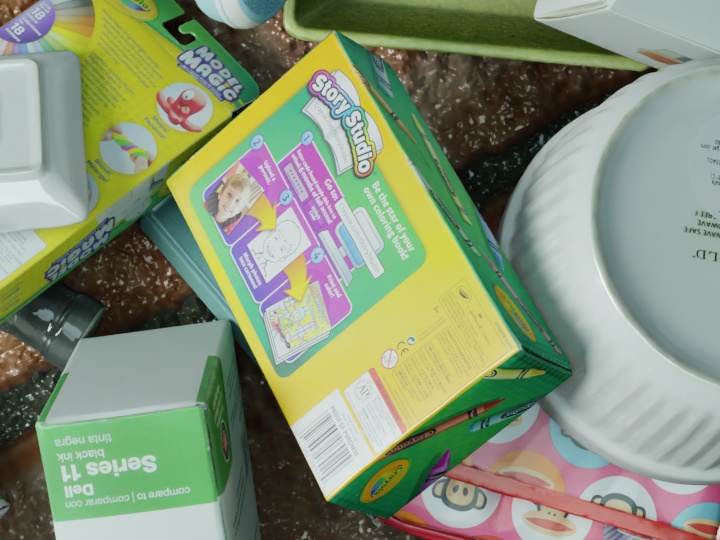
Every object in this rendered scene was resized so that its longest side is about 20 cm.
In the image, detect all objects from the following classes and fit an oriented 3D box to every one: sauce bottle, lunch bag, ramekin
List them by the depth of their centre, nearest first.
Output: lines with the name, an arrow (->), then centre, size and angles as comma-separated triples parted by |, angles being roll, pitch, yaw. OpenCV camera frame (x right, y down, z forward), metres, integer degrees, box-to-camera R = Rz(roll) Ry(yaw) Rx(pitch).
ramekin -> 0.169, -0.005, 0.938 | 0.198, 0.105, 0.202 | 2, 73, -8
lunch bag -> 0.098, 0.089, 1.022 | 0.198, 0.082, 0.178 | 16, 92, 1
sauce bottle -> -0.227, -0.016, 1.023 | 0.199, 0.065, 0.065 | 34, 88, 0

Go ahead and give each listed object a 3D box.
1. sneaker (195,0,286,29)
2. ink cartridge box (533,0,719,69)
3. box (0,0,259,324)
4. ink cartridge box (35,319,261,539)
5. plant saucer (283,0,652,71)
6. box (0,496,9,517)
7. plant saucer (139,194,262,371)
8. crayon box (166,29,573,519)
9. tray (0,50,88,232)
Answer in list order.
sneaker -> -0.099, -0.207, 1.004 | 0.129, 0.079, 0.202 | -9, 67, 23
ink cartridge box -> 0.203, -0.165, 0.990 | 0.199, 0.083, 0.146 | 17, 85, -22
box -> -0.157, -0.069, 0.999 | 0.200, 0.048, 0.117 | -39, 77, -23
ink cartridge box -> -0.093, 0.142, 0.959 | 0.082, 0.147, 0.202 | -7, 103, 2
plant saucer -> 0.065, -0.211, 1.041 | 0.198, 0.048, 0.202 | 5, 88, 0
box -> -0.314, 0.124, 1.001 | 0.200, 0.097, 0.177 | 40, 88, 0
plant saucer -> -0.038, 0.013, 1.003 | 0.070, 0.019, 0.200 | -42, 61, -2
crayon box -> 0.000, 0.000, 0.937 | 0.119, 0.058, 0.201 | -39, 60, 18
tray -> -0.232, -0.063, 0.941 | 0.198, 0.022, 0.108 | -5, 56, -6
